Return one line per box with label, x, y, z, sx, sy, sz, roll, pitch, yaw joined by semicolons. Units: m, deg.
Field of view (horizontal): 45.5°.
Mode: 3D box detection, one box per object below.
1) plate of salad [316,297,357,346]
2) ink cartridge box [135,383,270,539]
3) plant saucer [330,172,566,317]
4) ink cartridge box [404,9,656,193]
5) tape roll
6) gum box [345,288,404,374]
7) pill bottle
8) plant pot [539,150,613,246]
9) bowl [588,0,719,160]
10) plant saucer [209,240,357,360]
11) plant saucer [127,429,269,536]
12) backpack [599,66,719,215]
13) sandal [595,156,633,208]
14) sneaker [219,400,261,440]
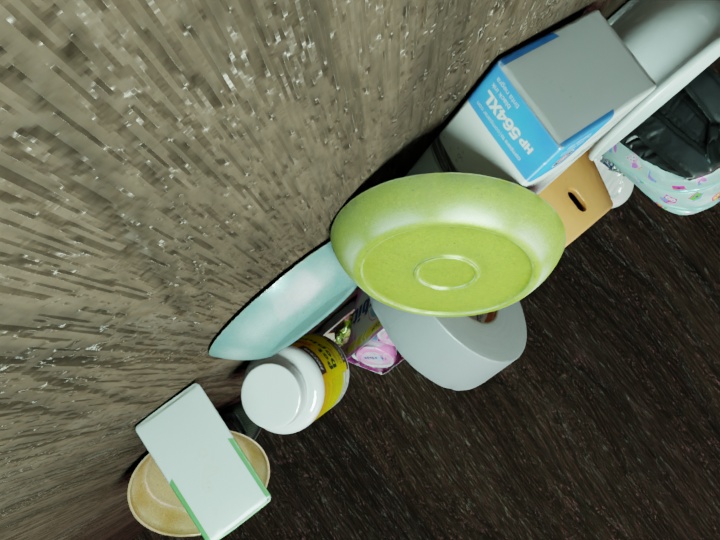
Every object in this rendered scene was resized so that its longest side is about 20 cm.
plate of salad;-0.011;0.086;1.402;0.199;0.048;0.200;-39;174;-5
ink cartridge box;-0.176;0.223;0.970;0.082;0.148;0.200;-34;171;-17
plant saucer;0.071;-0.009;0.710;0.200;0.196;0.032;132;-32;-54
ink cartridge box;0.128;-0.104;0.727;0.145;0.085;0.200;-33;172;-36
tape roll;0.099;0.032;0.980;0.066;0.202;0.199;-41;173;33
gum box;0.055;0.047;1.160;0.200;0.065;0.116;-45;-151;54
pill bottle;-0.085;0.146;1.114;0.109;0.110;0.200;-39;174;11
plant pot;0.181;-0.082;0.938;0.199;0.141;0.200;-39;173;-5
bowl;0.276;-0.208;0.837;0.200;0.091;0.201;-38;173;-5
plant saucer;-0.057;0.033;0.831;0.200;0.039;0.201;-38;173;-6
plant saucer;-0.224;0.285;1.191;0.195;0.036;0.204;-11;126;-15
backpack;0.350;-0.165;0.985;0.166;0.201;0.126;-42;148;4
sandal;0.269;-0.136;1.112;0.050;0.198;0.084;-119;-135;-58
sneaker;-0.202;0.246;1.281;0.198;0.077;0.114;-25;172;-45
